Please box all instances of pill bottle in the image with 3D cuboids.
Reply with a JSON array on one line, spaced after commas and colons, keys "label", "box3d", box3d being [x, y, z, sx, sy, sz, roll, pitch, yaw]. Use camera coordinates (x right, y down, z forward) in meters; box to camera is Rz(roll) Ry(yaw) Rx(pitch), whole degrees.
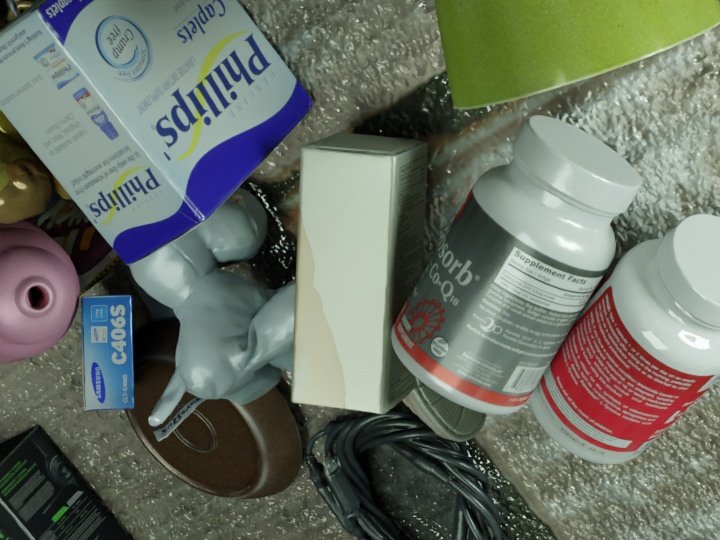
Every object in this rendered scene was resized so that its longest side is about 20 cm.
[{"label": "pill bottle", "box3d": [0.115, -0.005, 1.539, 0.116, 0.116, 0.200, 32, 111, 9]}, {"label": "pill bottle", "box3d": [0.214, 0.049, 1.552, 0.112, 0.112, 0.200, 39, 137, 2]}]

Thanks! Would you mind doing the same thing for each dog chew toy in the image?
[{"label": "dog chew toy", "box3d": [-0.286, 0.017, 1.729, 0.125, 0.124, 0.200, 54, 164, -14]}]

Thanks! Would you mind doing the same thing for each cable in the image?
[{"label": "cable", "box3d": [0.051, 0.203, 1.841, 0.163, 0.051, 0.200, -23, 106, 38]}]

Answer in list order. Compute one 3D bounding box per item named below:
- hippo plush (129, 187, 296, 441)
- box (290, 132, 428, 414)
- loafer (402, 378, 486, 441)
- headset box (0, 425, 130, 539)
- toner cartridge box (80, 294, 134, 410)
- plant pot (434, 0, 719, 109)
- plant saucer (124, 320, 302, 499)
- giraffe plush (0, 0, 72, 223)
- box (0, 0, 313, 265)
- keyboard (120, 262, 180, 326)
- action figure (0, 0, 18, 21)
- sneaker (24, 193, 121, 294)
[{"label": "hippo plush", "box3d": [-0.122, 0.024, 1.747, 0.161, 0.200, 0.159, 58, 171, 10]}, {"label": "box", "box3d": [0.000, 0.000, 1.615, 0.078, 0.095, 0.200, 6, 100, 17]}, {"label": "loafer", "box3d": [0.036, 0.049, 1.718, 0.063, 0.072, 0.200, -11, 112, 58]}, {"label": "headset box", "box3d": [-0.344, 0.269, 2.125, 0.174, 0.093, 0.200, -28, 105, 45]}, {"label": "toner cartridge box", "box3d": [-0.217, 0.068, 1.804, 0.043, 0.200, 0.095, -3, 89, -7]}, {"label": "plant pot", "box3d": [0.118, -0.230, 1.371, 0.187, 0.187, 0.200, -12, 101, 40]}, {"label": "plant saucer", "box3d": [-0.145, 0.136, 1.916, 0.200, 0.034, 0.201, 23, 137, 23]}, {"label": "giraffe plush", "box3d": [-0.298, -0.135, 1.751, 0.200, 0.172, 0.162, -145, 37, -73]}, {"label": "box", "box3d": [-0.163, -0.142, 1.609, 0.105, 0.184, 0.200, -26, 107, 42]}, {"label": "keyboard", "box3d": [-0.155, 0.054, 1.887, 0.056, 0.011, 0.200, -11, 116, 45]}, {"label": "action figure", "box3d": [-0.377, -0.230, 1.676, 0.200, 0.134, 0.149, -10, 120, 3]}, {"label": "sneaker", "box3d": [-0.247, -0.033, 1.829, 0.090, 0.075, 0.200, 50, 136, -3]}]
